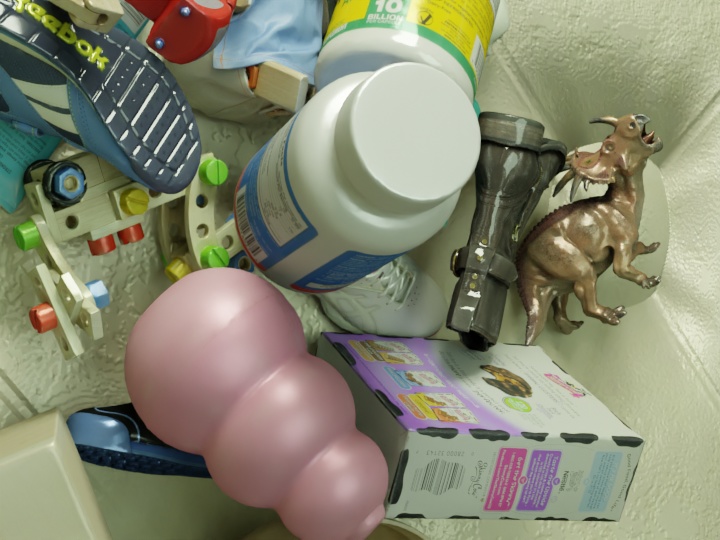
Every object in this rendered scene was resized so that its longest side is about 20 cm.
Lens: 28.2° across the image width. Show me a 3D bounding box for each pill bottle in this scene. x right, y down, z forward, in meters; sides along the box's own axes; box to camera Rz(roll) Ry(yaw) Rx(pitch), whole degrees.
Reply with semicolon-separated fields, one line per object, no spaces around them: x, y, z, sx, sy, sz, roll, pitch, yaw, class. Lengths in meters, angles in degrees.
0.043;-0.195;1.017;0.112;0.112;0.202;35;54;-27;pill bottle
-0.002;-0.058;0.907;0.111;0.200;0.114;5;77;-21;pill bottle

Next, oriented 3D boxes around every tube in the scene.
-0.203;-0.141;0.976;0.077;0.050;0.201;41;79;-19;tube

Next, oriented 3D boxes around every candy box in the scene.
0.081;0.114;1.066;0.198;0.168;0.072;6;109;-25;candy box

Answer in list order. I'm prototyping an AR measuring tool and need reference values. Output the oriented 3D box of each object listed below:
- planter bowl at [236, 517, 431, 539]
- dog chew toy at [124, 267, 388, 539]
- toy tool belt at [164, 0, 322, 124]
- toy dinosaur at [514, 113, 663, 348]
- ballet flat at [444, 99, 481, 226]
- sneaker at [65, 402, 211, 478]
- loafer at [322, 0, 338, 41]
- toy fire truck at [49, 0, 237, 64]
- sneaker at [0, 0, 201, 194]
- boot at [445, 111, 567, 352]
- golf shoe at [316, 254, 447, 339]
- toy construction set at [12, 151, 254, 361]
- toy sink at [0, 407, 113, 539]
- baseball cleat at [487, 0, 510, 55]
-0.041;0.259;1.022;0.198;0.134;0.203;-5;99;-33;planter bowl
-0.060;0.094;0.930;0.200;0.125;0.124;45;64;10;dog chew toy
-0.068;-0.207;1.016;0.124;0.122;0.203;1;89;-33;toy tool belt
0.181;-0.029;1.206;0.200;0.086;0.136;-43;101;-7;toy dinosaur
0.047;-0.088;1.107;0.200;0.066;0.069;-59;141;-62;ballet flat
-0.117;0.105;1.024;0.198;0.070;0.079;11;70;-32;sneaker
-0.011;-0.264;1.088;0.071;0.063;0.203;-4;92;-31;loafer
-0.170;-0.189;0.883;0.199;0.049;0.142;37;31;-18;toy fire truck
-0.188;-0.119;0.921;0.200;0.082;0.074;42;48;-12;sneaker
0.104;-0.025;1.113;0.200;0.068;0.176;13;88;-74;boot
0.000;0.000;1.080;0.199;0.091;0.076;29;73;-31;golf shoe
-0.158;-0.023;0.976;0.199;0.091;0.133;-31;112;-45;toy construction set
-0.215;0.210;0.911;0.129;0.112;0.202;-22;100;-7;toy sink
0.037;-0.185;1.117;0.200;0.069;0.107;-41;119;-37;baseball cleat
